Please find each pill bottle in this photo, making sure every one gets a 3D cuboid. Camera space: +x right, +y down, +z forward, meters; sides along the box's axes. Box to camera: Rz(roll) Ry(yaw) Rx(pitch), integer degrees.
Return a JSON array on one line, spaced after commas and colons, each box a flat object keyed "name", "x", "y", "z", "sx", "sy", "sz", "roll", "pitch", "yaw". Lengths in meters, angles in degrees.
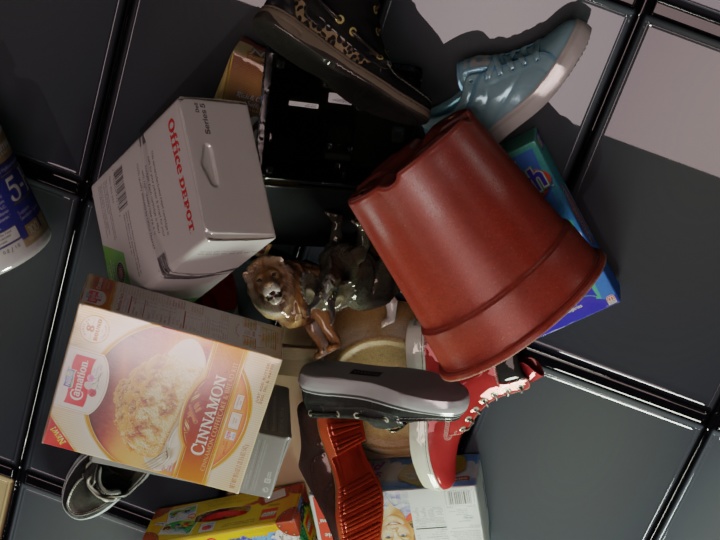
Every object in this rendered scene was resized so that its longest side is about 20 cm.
[{"name": "pill bottle", "x": -0.423, "y": -0.100, "z": 1.444, "sx": 0.118, "sy": 0.120, "sz": 0.202, "roll": -15, "pitch": 112, "yaw": 16}]

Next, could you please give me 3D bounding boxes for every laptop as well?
[{"name": "laptop", "x": -0.045, "y": -0.118, "z": 1.380, "sx": 0.175, "sy": 0.103, "sz": 0.203, "roll": 2, "pitch": 99, "yaw": -29}]

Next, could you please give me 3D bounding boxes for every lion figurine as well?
[{"name": "lion figurine", "x": -0.021, "y": 0.015, "z": 1.449, "sx": 0.198, "sy": 0.072, "sz": 0.124, "roll": -24, "pitch": 86, "yaw": -21}]

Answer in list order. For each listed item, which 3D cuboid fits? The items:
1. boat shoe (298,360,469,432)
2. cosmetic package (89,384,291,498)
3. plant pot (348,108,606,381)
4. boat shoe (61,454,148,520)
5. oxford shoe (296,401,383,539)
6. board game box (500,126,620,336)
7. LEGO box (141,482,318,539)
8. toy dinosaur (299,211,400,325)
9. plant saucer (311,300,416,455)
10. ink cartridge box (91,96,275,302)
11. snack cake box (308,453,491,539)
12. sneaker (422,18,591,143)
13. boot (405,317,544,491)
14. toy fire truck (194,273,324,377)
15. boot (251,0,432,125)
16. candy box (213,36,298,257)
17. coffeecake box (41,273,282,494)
[{"name": "boat shoe", "x": 0.025, "y": 0.136, "z": 1.414, "sx": 0.198, "sy": 0.068, "sz": 0.058, "roll": 7, "pitch": 110, "yaw": 31}, {"name": "cosmetic package", "x": -0.178, "y": 0.161, "z": 1.429, "sx": 0.197, "sy": 0.107, "sz": 0.091, "roll": 15, "pitch": 115, "yaw": -12}, {"name": "plant pot", "x": 0.100, "y": -0.034, "z": 1.305, "sx": 0.200, "sy": 0.201, "sz": 0.196, "roll": -34, "pitch": 99, "yaw": 22}, {"name": "boat shoe", "x": -0.298, "y": 0.238, "z": 1.609, "sx": 0.072, "sy": 0.071, "sz": 0.200, "roll": 39, "pitch": 116, "yaw": -10}, {"name": "oxford shoe", "x": -0.026, "y": 0.237, "z": 1.517, "sx": 0.072, "sy": 0.071, "sz": 0.203, "roll": -7, "pitch": 92, "yaw": 44}, {"name": "board game box", "x": 0.163, "y": -0.027, "z": 1.423, "sx": 0.151, "sy": 0.045, "sz": 0.201, "roll": -26, "pitch": 108, "yaw": 20}, {"name": "LEGO box", "x": -0.143, "y": 0.354, "z": 1.634, "sx": 0.197, "sy": 0.077, "sz": 0.151, "roll": -13, "pitch": 113, "yaw": 15}, {"name": "toy dinosaur", "x": 0.000, "y": 0.000, "z": 1.384, "sx": 0.076, "sy": 0.199, "sz": 0.104, "roll": 16, "pitch": 94, "yaw": 34}, {"name": "plant saucer", "x": 0.032, "y": 0.131, "z": 1.524, "sx": 0.197, "sy": 0.036, "sz": 0.203, "roll": 3, "pitch": 115, "yaw": 7}, {"name": "ink cartridge box", "x": -0.177, "y": -0.059, "z": 1.332, "sx": 0.199, "sy": 0.083, "sz": 0.148, "roll": -33, "pitch": 65, "yaw": 48}, {"name": "snack cake box", "x": 0.048, "y": 0.285, "z": 1.577, "sx": 0.197, "sy": 0.067, "sz": 0.117, "roll": -5, "pitch": 115, "yaw": 12}, {"name": "sneaker", "x": 0.137, "y": -0.186, "z": 1.336, "sx": 0.082, "sy": 0.074, "sz": 0.200, "roll": 40, "pitch": 115, "yaw": -16}, {"name": "boot", "x": 0.126, "y": 0.149, "z": 1.452, "sx": 0.142, "sy": 0.073, "sz": 0.203, "roll": 2, "pitch": 112, "yaw": 15}, {"name": "toy fire truck", "x": -0.148, "y": 0.063, "z": 1.490, "sx": 0.197, "sy": 0.129, "sz": 0.178, "roll": -8, "pitch": 121, "yaw": -9}, {"name": "boot", "x": 0.007, "y": -0.244, "z": 1.297, "sx": 0.198, "sy": 0.073, "sz": 0.152, "roll": 29, "pitch": 75, "yaw": -19}, {"name": "candy box", "x": -0.112, "y": -0.126, "z": 1.415, "sx": 0.114, "sy": 0.055, "sz": 0.202, "roll": 23, "pitch": 117, "yaw": -5}, {"name": "coffeecake box", "x": -0.190, "y": 0.110, "z": 1.311, "sx": 0.197, "sy": 0.073, "sz": 0.155, "roll": 16, "pitch": 111, "yaw": -10}]
